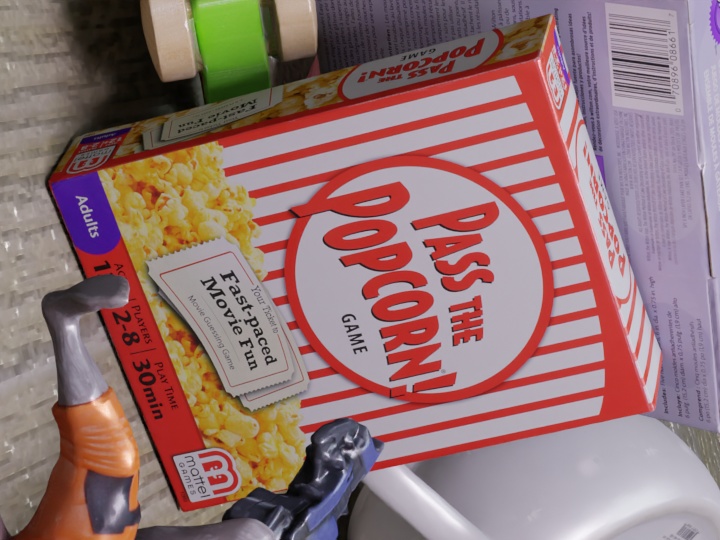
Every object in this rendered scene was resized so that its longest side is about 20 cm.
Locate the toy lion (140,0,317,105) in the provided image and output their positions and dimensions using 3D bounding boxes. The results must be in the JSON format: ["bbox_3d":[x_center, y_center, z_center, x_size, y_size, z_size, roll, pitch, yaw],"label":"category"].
[{"bbox_3d":[-0.057,-0.099,1.141,0.192,0.068,0.201,-107,-173,-58],"label":"toy lion"}]

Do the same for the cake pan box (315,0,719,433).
[{"bbox_3d":[0.071,-0.045,1.082,0.052,0.183,0.201,-38,128,-45],"label":"cake pan box"}]

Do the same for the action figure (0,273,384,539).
[{"bbox_3d":[-0.083,0.093,0.878,0.200,0.104,0.194,-49,134,-39],"label":"action figure"}]

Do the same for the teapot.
[{"bbox_3d":[0.062,0.122,1.249,0.146,0.196,0.201,46,-39,32],"label":"teapot"}]

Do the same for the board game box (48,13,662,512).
[{"bbox_3d":[0.000,0.000,1.039,0.046,0.199,0.152,-70,142,-61],"label":"board game box"}]

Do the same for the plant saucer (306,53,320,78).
[{"bbox_3d":[0.032,-0.034,1.353,0.200,0.051,0.202,37,39,-38],"label":"plant saucer"}]
